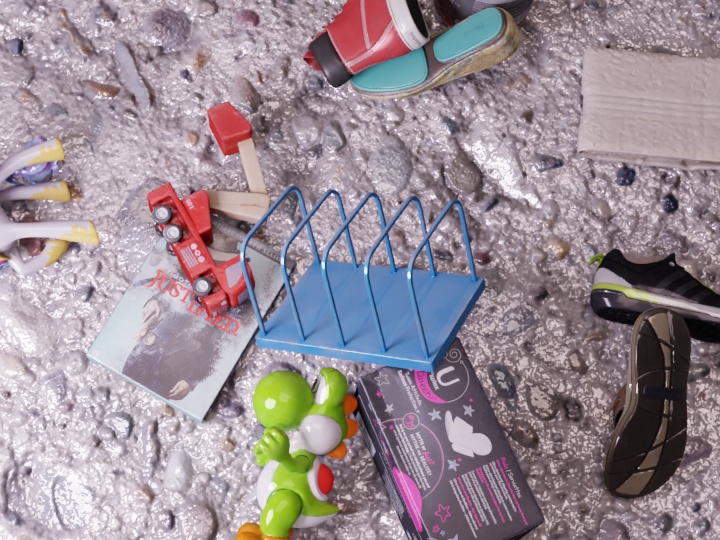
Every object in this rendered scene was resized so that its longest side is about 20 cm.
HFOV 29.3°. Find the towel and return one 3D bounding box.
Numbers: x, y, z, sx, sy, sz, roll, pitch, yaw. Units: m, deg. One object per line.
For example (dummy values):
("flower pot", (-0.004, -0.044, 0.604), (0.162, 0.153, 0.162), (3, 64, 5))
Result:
("towel", (0.345, -0.182, 1.547), (0.199, 0.034, 0.133), (6, 72, 0))

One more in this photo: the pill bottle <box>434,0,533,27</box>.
("pill bottle", (0.145, -0.343, 1.498), (0.115, 0.200, 0.116), (1, 73, -2))

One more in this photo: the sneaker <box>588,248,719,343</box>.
("sneaker", (0.342, 0.020, 1.466), (0.199, 0.072, 0.083), (12, 71, 1))

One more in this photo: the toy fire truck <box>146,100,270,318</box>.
("toy fire truck", (-0.147, -0.065, 1.459), (0.141, 0.049, 0.201), (-28, 76, -12))

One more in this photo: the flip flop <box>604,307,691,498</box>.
("flip flop", (0.295, 0.137, 1.430), (0.081, 0.058, 0.201), (6, 91, -12))

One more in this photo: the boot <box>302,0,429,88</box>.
("boot", (-0.009, -0.300, 1.548), (0.144, 0.072, 0.201), (-25, 49, 20))

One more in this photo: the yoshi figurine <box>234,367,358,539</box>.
("yoshi figurine", (-0.082, 0.183, 1.363), (0.112, 0.112, 0.201), (20, 88, 40))

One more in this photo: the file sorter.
("file sorter", (0.000, 0.000, 1.365), (0.199, 0.123, 0.139), (7, 39, 27))

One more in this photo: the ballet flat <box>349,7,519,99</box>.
("ballet flat", (0.086, -0.230, 1.524), (0.199, 0.071, 0.071), (-20, 73, 23))

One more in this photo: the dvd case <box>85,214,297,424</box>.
("dvd case", (-0.178, 0.041, 1.461), (0.146, 0.022, 0.200), (29, 72, 6))

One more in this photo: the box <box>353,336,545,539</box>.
("box", (0.083, 0.190, 1.371), (0.114, 0.132, 0.201), (-21, 74, -11))

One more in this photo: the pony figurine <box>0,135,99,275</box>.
("pony figurine", (-0.398, -0.070, 1.431), (0.199, 0.167, 0.194), (-20, 82, -24))
